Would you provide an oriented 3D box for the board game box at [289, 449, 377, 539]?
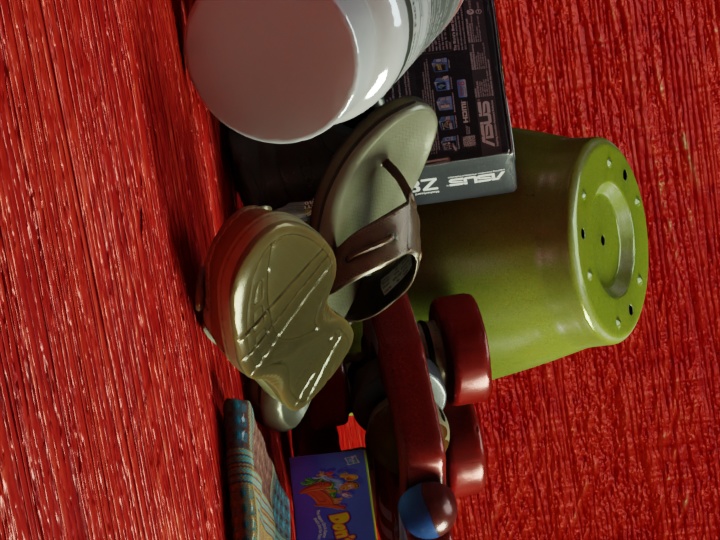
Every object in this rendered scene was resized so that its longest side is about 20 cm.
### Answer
[{"bbox_3d":[-0.007,0.221,1.533,0.135,0.045,0.200,-98,-178,-55],"label":"board game box"}]

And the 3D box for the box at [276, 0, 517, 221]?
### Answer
[{"bbox_3d":[0.007,-0.130,1.678,0.049,0.161,0.200,79,4,-58],"label":"box"}]

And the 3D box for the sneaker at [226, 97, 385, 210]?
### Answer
[{"bbox_3d":[-0.032,-0.108,1.591,0.076,0.091,0.200,76,7,-46],"label":"sneaker"}]

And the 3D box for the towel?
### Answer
[{"bbox_3d":[-0.044,0.181,1.376,0.147,0.022,0.200,76,7,-65],"label":"towel"}]

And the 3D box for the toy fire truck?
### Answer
[{"bbox_3d":[0.029,0.116,1.605,0.168,0.112,0.200,-109,-167,-45],"label":"toy fire truck"}]

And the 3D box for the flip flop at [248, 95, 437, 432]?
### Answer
[{"bbox_3d":[0.000,0.000,1.500,0.200,0.058,0.081,-65,153,-8],"label":"flip flop"}]

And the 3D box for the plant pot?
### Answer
[{"bbox_3d":[0.072,-0.012,1.723,0.200,0.193,0.201,14,74,-61],"label":"plant pot"}]

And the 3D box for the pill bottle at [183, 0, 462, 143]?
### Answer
[{"bbox_3d":[-0.018,-0.144,1.464,0.200,0.114,0.114,-51,136,-62],"label":"pill bottle"}]

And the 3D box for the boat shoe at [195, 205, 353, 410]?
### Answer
[{"bbox_3d":[-0.052,0.012,1.350,0.073,0.063,0.201,-51,162,-7],"label":"boat shoe"}]
